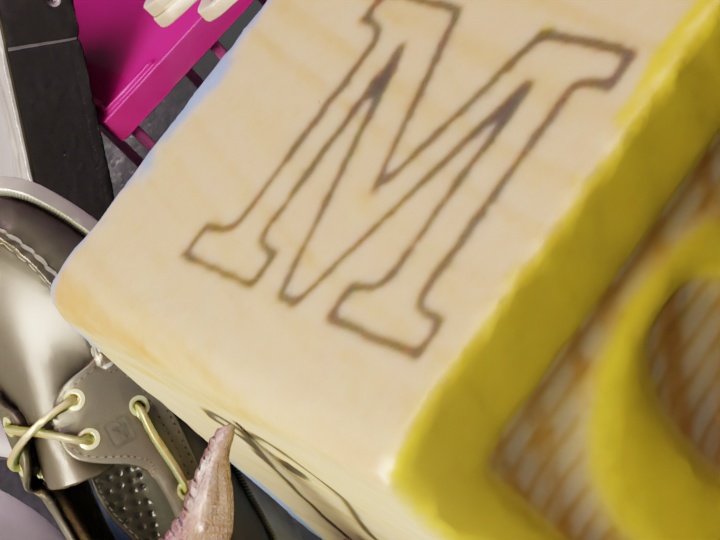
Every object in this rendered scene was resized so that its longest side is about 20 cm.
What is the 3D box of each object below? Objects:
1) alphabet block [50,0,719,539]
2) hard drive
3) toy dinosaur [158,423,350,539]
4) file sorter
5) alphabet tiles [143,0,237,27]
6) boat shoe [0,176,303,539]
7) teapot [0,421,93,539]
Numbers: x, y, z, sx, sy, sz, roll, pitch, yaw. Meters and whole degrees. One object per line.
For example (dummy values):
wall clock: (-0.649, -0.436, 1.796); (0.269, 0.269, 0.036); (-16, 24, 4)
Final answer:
alphabet block: (0.059, 0.009, 0.867); (0.197, 0.195, 0.200); (-54, 36, -9)
hard drive: (-0.137, -0.023, 1.082); (0.038, 0.200, 0.140); (-14, 3, -24)
toy dinosaur: (-0.073, 0.135, 0.863); (0.135, 0.200, 0.086); (3, 48, 3)
file sorter: (-0.030, -0.117, 1.129); (0.200, 0.125, 0.139); (-48, 35, -5)
alphabet tiles: (-0.003, -0.169, 0.974); (0.200, 0.015, 0.196); (-39, 18, 29)
boat shoe: (-0.087, 0.061, 0.938); (0.072, 0.202, 0.060); (-19, 21, 37)
teapot: (-0.200, 0.147, 1.026); (0.197, 0.146, 0.200); (8, 61, 48)
